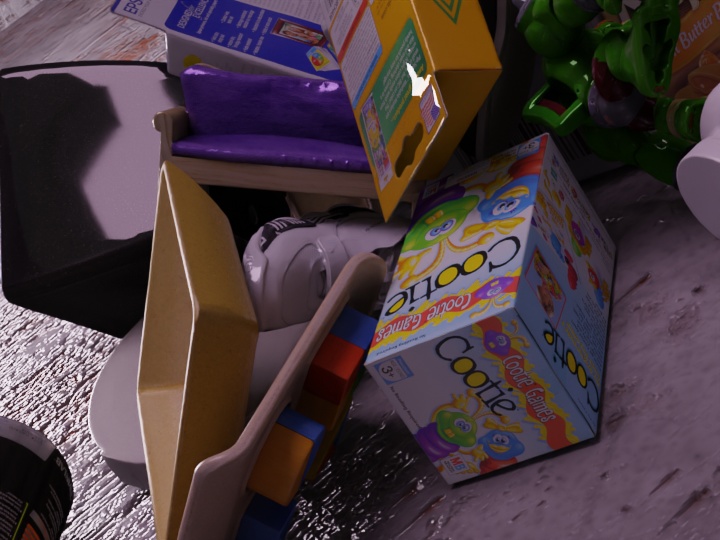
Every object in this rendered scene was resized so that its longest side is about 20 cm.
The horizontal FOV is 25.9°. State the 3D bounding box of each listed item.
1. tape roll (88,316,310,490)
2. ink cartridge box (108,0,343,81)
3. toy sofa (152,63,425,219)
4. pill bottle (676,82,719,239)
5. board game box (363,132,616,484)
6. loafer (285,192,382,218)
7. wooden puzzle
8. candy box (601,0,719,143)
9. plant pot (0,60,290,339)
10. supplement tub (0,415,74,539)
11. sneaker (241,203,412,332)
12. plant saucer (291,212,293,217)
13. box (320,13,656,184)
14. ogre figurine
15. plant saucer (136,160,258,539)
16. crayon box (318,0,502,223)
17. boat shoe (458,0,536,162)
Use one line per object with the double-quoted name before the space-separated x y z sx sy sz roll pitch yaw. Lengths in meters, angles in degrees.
"tape roll" -0.114 0.077 1.178 0.203 0.037 0.203 -22 35 17
"ink cartridge box" -0.088 -0.198 1.265 0.198 0.200 0.047 -77 4 -58
"toy sofa" -0.044 -0.093 1.124 0.200 0.098 0.083 5 11 3
"pill bottle" 0.286 -0.101 0.952 0.200 0.113 0.112 -42 25 -17
"board game box" 0.088 0.020 0.985 0.103 0.105 0.200 -22 26 26
"loafer" -0.031 -0.073 1.257 0.076 0.067 0.200 -35 57 26
"wooden puzzle" -0.043 0.110 0.964 0.200 0.046 0.185 -53 -12 -41
"candy box" 0.230 -0.188 1.077 0.115 0.200 0.055 -17 29 34
"plant pot" -0.165 -0.066 1.293 0.177 0.200 0.200 -12 72 23
"supplement tub" -0.279 0.202 1.087 0.122 0.123 0.200 -25 25 19
"sneaker" 0.000 0.000 1.097 0.115 0.075 0.200 8 17 25
"plant saucer" -0.047 -0.061 1.399 0.200 0.032 0.200 -27 26 14
"box" 0.120 -0.181 1.203 0.199 0.200 0.171 -19 26 33
"ogre figurine" 0.168 -0.124 1.010 0.120 0.200 0.098 16 78 52
"plant saucer" -0.109 0.058 1.035 0.048 0.200 0.200 3 30 -15
"crayon box" 0.032 -0.148 1.031 0.051 0.200 0.126 -4 -28 -22
"boat shoe" 0.084 -0.170 1.069 0.060 0.201 0.072 19 33 24
